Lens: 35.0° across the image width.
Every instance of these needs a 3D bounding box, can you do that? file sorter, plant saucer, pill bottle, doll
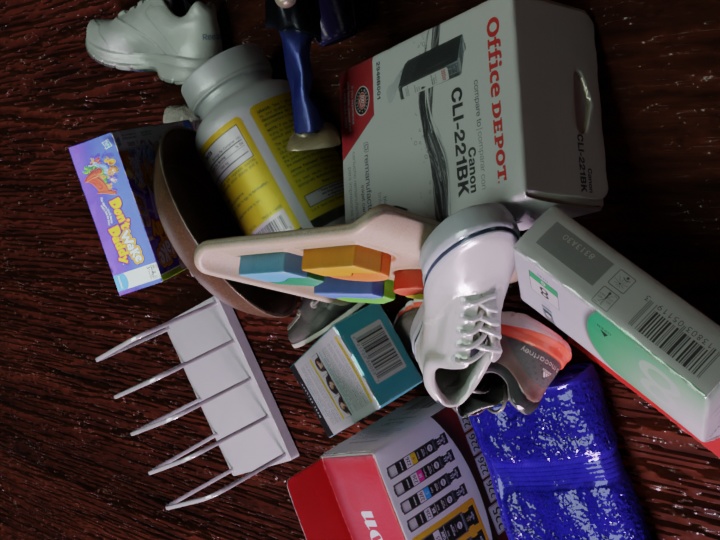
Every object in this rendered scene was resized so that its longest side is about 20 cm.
[{"bbox_3d":[-0.189,0.153,1.286,0.138,0.124,0.202,-25,90,52],"label":"file sorter"},{"bbox_3d":[-0.129,-0.037,1.043,0.036,0.200,0.202,-31,83,16],"label":"plant saucer"},{"bbox_3d":[-0.079,-0.098,1.035,0.112,0.112,0.201,-37,80,51],"label":"pill bottle"},{"bbox_3d":[-0.050,-0.198,0.879,0.137,0.048,0.202,-100,3,-76],"label":"doll"}]

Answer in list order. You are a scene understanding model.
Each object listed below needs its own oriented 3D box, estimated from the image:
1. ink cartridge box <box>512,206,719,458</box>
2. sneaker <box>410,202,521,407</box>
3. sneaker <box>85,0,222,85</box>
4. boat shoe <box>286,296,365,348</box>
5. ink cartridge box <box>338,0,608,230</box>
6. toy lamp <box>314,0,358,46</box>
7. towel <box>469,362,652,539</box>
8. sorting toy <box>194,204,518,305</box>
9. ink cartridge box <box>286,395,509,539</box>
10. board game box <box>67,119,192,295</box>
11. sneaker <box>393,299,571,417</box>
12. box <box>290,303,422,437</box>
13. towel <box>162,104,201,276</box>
[{"bbox_3d":[0.184,0.063,0.792,0.161,0.050,0.201,40,164,29],"label":"ink cartridge box"},{"bbox_3d":[0.080,0.030,0.810,0.201,0.072,0.071,95,159,-58],"label":"sneaker"},{"bbox_3d":[-0.204,-0.240,1.154,0.199,0.074,0.088,17,110,36],"label":"sneaker"},{"bbox_3d":[-0.013,0.010,1.050,0.057,0.067,0.199,54,135,-3],"label":"boat shoe"},{"bbox_3d":[0.076,-0.100,0.844,0.199,0.083,0.146,-14,76,50],"label":"ink cartridge box"},{"bbox_3d":[-0.051,-0.287,0.950,0.058,0.058,0.202,-15,95,51],"label":"toy lamp"},{"bbox_3d":[0.161,0.179,0.954,0.147,0.049,0.202,-13,99,52],"label":"towel"},{"bbox_3d":[0.000,0.000,0.873,0.199,0.184,0.037,-10,72,43],"label":"sorting toy"},{"bbox_3d":[0.051,0.235,1.010,0.083,0.175,0.202,-16,98,51],"label":"ink cartridge box"},{"bbox_3d":[-0.191,-0.065,1.072,0.044,0.200,0.136,-16,97,13],"label":"board game box"},{"bbox_3d":[0.081,0.075,0.936,0.077,0.083,0.199,35,163,-27],"label":"sneaker"},{"bbox_3d":[-0.008,0.096,1.057,0.083,0.049,0.200,60,160,6],"label":"box"},{"bbox_3d":[-0.150,-0.072,1.194,0.132,0.034,0.202,12,118,45],"label":"towel"}]
